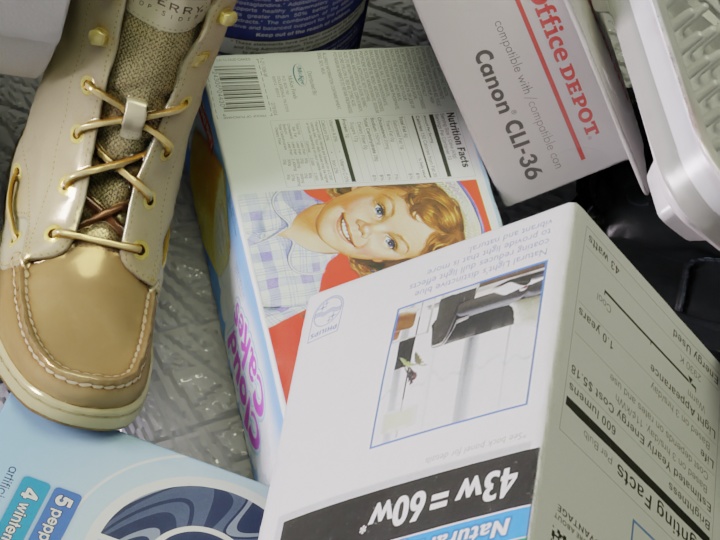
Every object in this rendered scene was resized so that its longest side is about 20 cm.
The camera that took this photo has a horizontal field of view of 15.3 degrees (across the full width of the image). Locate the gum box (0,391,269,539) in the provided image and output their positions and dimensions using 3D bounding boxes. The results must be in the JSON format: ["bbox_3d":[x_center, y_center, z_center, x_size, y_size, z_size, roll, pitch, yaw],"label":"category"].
[{"bbox_3d":[-0.075,0.152,1.011,0.200,0.045,0.170,20,50,6],"label":"gum box"}]

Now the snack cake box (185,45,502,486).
[{"bbox_3d":[0.000,0.000,1.133,0.115,0.067,0.200,-3,52,-15],"label":"snack cake box"}]

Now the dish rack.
[{"bbox_3d":[0.157,-0.056,1.093,0.172,0.044,0.200,35,30,-37],"label":"dish rack"}]

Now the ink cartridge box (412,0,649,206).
[{"bbox_3d":[0.066,-0.112,1.155,0.067,0.117,0.200,-22,29,9],"label":"ink cartridge box"}]

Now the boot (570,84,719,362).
[{"bbox_3d":[0.175,0.005,1.163,0.198,0.073,0.163,17,45,2],"label":"boot"}]

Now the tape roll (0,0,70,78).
[{"bbox_3d":[-0.183,-0.185,1.077,0.139,0.203,0.203,8,50,-14],"label":"tape roll"}]

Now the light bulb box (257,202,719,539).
[{"bbox_3d":[0.069,0.122,0.949,0.125,0.198,0.200,-20,40,32],"label":"light bulb box"}]

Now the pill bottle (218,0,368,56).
[{"bbox_3d":[-0.043,-0.166,1.171,0.112,0.200,0.112,5,50,-6],"label":"pill bottle"}]

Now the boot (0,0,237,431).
[{"bbox_3d":[-0.096,-0.049,1.079,0.073,0.156,0.200,15,38,-15],"label":"boot"}]
